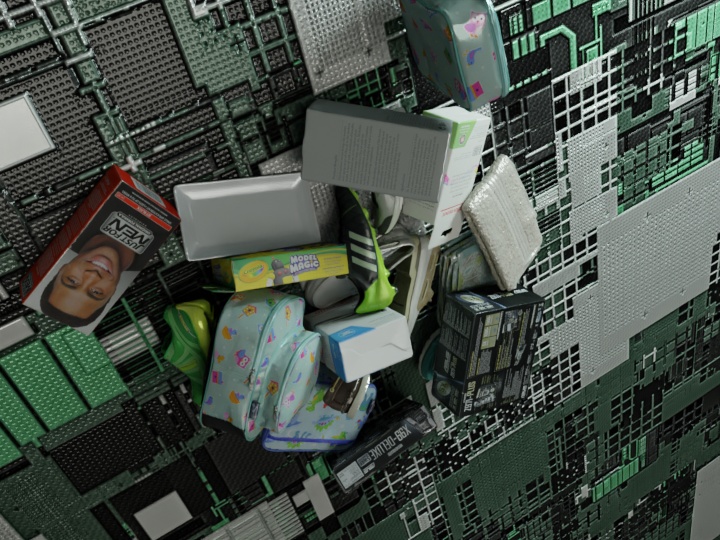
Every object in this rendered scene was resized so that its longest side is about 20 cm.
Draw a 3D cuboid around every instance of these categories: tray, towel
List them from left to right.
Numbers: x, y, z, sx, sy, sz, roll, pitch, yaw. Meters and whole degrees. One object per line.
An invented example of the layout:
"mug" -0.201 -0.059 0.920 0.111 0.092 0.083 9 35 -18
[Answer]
"tray" -0.158 -0.077 0.970 0.198 0.022 0.109 -10 83 -26
"towel" 0.217 -0.001 1.233 0.198 0.048 0.173 -26 131 -30
"towel" 0.243 -0.075 1.153 0.133 0.034 0.201 -52 127 -26

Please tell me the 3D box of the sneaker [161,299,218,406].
"sneaker" -0.252 0.120 1.034 0.082 0.074 0.202 6 127 4

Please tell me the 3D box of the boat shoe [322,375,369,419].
"boat shoe" -0.006 0.153 1.140 0.059 0.201 0.072 23 135 1

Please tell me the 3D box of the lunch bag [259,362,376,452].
"lunch bag" -0.079 0.238 1.189 0.198 0.083 0.162 13 112 -34

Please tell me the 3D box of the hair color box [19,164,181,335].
"hair color box" -0.337 -0.025 0.893 0.201 0.061 0.101 -50 131 4

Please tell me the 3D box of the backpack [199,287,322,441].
"backpack" -0.141 0.126 1.001 0.176 0.151 0.203 -32 129 -69

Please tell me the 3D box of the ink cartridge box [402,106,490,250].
"ink cartridge box" 0.127 -0.145 1.071 0.117 0.067 0.203 -23 131 -53

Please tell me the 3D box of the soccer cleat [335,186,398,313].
"soccer cleat" -0.010 -0.033 1.038 0.080 0.068 0.203 -20 92 -7

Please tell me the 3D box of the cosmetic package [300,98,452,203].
"cosmetic package" 0.022 -0.167 0.954 0.197 0.071 0.103 11 117 5

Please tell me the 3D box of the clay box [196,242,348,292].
"clay box" -0.130 -0.007 0.989 0.198 0.115 0.048 -8 98 -27

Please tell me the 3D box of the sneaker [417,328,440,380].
"sneaker" 0.193 0.137 1.292 0.199 0.080 0.078 -37 129 -6

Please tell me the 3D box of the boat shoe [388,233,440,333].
"boat shoe" 0.092 0.036 1.175 0.068 0.075 0.203 0 114 -28

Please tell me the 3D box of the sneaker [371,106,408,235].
"sneaker" 0.030 -0.149 1.044 0.078 0.074 0.203 -2 119 -7

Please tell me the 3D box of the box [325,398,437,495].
"box" 0.033 0.314 1.254 0.199 0.158 0.050 -34 89 -10

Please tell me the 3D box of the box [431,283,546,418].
"box" 0.222 0.136 1.203 0.162 0.086 0.203 -9 116 -30

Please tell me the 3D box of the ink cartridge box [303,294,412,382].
"ink cartridge box" -0.017 0.097 1.083 0.115 0.200 0.068 -20 108 -20

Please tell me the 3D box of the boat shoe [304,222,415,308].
"boat shoe" 0.000 0.000 1.101 0.199 0.069 0.071 -38 131 0

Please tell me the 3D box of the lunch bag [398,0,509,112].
"lunch bag" 0.123 -0.309 0.919 0.076 0.201 0.161 -27 128 0
